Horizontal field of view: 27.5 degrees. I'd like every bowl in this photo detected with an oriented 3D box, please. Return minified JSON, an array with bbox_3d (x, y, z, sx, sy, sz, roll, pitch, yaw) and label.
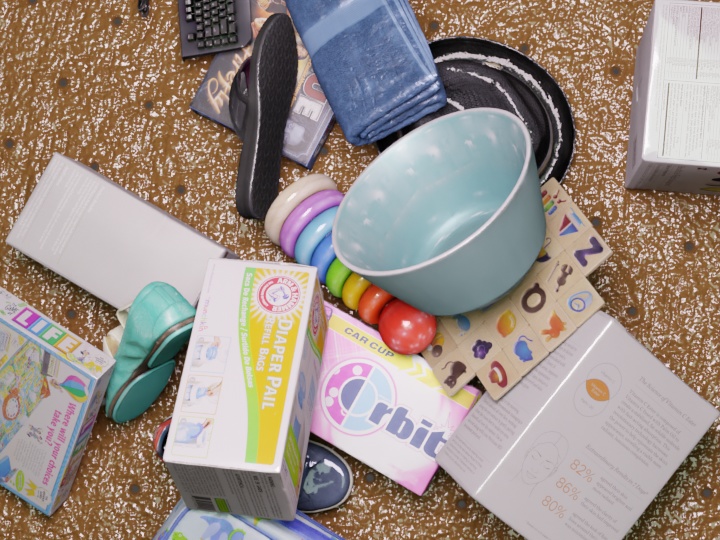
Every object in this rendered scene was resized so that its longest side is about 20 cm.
[{"bbox_3d":[0.085,-0.037,1.304,0.200,0.201,0.105,-36,122,2],"label":"bowl"}]

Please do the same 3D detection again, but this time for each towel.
[{"bbox_3d":[-0.001,-0.223,1.386,0.111,0.049,0.201,-29,68,15],"label":"towel"}]

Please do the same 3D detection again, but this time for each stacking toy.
[{"bbox_3d":[0.000,0.000,1.386,0.085,0.085,0.200,-45,66,1],"label":"stacking toy"}]

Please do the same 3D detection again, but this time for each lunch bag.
[{"bbox_3d":[-0.098,0.287,1.365,0.200,0.083,0.161,31,112,-6],"label":"lunch bag"}]

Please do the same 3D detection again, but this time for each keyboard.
[{"bbox_3d":[-0.175,-0.306,1.469,0.127,0.021,0.201,-10,74,15],"label":"keyboard"}]

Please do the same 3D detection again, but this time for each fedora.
[{"bbox_3d":[0.108,-0.140,1.407,0.200,0.092,0.202,0,85,6],"label":"fedora"}]

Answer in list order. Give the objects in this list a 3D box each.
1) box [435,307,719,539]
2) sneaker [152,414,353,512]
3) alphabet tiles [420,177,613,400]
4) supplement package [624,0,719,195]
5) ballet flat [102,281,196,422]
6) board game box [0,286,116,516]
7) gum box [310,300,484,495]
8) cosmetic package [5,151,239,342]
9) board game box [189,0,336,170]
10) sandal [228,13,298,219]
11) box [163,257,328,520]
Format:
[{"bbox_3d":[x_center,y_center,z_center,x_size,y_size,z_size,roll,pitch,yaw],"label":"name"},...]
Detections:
[{"bbox_3d":[0.196,0.150,1.341,0.152,0.106,0.200,39,89,-21],"label":"box"},{"bbox_3d":[-0.106,0.187,1.406,0.199,0.085,0.075,12,86,6],"label":"sneaker"},{"bbox_3d":[0.130,0.015,1.349,0.200,0.006,0.167,-43,56,14],"label":"alphabet tiles"},{"bbox_3d":[0.352,-0.148,1.335,0.199,0.191,0.148,5,86,7],"label":"supplement package"},{"bbox_3d":[-0.204,0.070,1.370,0.067,0.200,0.071,-24,72,-36],"label":"ballet flat"},{"bbox_3d":[-0.320,0.128,1.400,0.134,0.034,0.200,32,127,7],"label":"board game box"},{"bbox_3d":[0.011,0.121,1.408,0.199,0.066,0.114,30,89,8],"label":"gum box"},{"bbox_3d":[-0.230,-0.021,1.437,0.200,0.090,0.107,32,90,4],"label":"cosmetic package"},{"bbox_3d":[-0.064,-0.219,1.460,0.135,0.035,0.201,26,88,7],"label":"board game box"},{"bbox_3d":[-0.102,-0.150,1.408,0.048,0.075,0.201,7,86,24],"label":"sandal"},{"bbox_3d":[-0.096,0.102,1.297,0.101,0.113,0.201,5,60,8],"label":"box"}]
